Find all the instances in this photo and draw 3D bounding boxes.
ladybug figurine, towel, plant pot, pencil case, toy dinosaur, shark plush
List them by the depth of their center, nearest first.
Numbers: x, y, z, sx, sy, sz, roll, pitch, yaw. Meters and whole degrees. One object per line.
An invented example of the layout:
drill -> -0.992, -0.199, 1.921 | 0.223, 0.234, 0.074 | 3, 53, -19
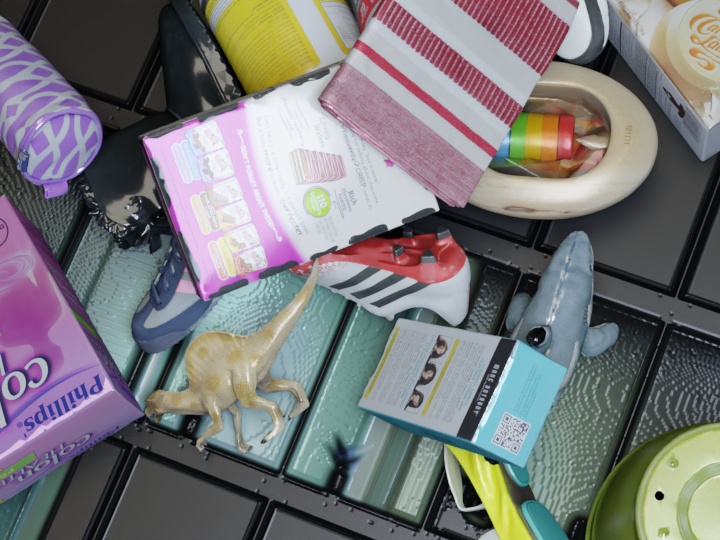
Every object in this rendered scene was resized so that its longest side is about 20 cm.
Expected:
plant pot -> 0.262, 0.192, 1.267 | 0.200, 0.193, 0.200 | -2, 73, 8
towel -> 0.071, -0.168, 1.343 | 0.144, 0.023, 0.200 | 37, 75, -21
shark plush -> 0.129, 0.061, 1.358 | 0.091, 0.083, 0.200 | 31, 60, 19
toy dinosaur -> -0.091, 0.085, 1.398 | 0.200, 0.058, 0.101 | -38, 92, 15
ladybug figurine -> 0.144, -0.103, 1.435 | 0.200, 0.072, 0.136 | 8, 74, 10
pencil case -> -0.296, -0.148, 1.481 | 0.084, 0.086, 0.200 | -17, 47, -32

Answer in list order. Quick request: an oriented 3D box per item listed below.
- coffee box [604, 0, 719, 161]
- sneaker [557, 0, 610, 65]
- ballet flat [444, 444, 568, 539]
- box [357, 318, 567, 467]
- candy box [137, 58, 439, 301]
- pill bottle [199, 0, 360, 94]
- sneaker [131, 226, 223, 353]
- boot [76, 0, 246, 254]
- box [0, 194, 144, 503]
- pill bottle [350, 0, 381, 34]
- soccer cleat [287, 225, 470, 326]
coffee box -> 0.274, -0.209, 1.444 | 0.114, 0.080, 0.200 | -32, 72, -2
sneaker -> 0.128, -0.250, 1.413 | 0.200, 0.074, 0.080 | 57, 43, -4
ballet flat -> 0.112, 0.187, 1.365 | 0.067, 0.067, 0.200 | -33, 68, 19
box -> 0.073, 0.090, 1.324 | 0.049, 0.200, 0.082 | 28, 82, -23
candy box -> -0.056, -0.076, 1.355 | 0.200, 0.061, 0.136 | -21, 100, -8
pill bottle -> -0.047, -0.174, 1.462 | 0.112, 0.112, 0.200 | -28, 72, -1
sneaker -> -0.137, -0.024, 1.423 | 0.200, 0.082, 0.070 | -51, 39, 8
boot -> -0.174, -0.124, 1.490 | 0.162, 0.073, 0.198 | -30, 70, 4
box -> -0.309, 0.074, 1.432 | 0.176, 0.097, 0.200 | -31, 72, -2
pill bottle -> 0.041, -0.254, 1.452 | 0.111, 0.111, 0.200 | -17, 48, 3
soccer cleat -> 0.000, 0.000, 1.429 | 0.200, 0.085, 0.069 | 7, 41, 29
